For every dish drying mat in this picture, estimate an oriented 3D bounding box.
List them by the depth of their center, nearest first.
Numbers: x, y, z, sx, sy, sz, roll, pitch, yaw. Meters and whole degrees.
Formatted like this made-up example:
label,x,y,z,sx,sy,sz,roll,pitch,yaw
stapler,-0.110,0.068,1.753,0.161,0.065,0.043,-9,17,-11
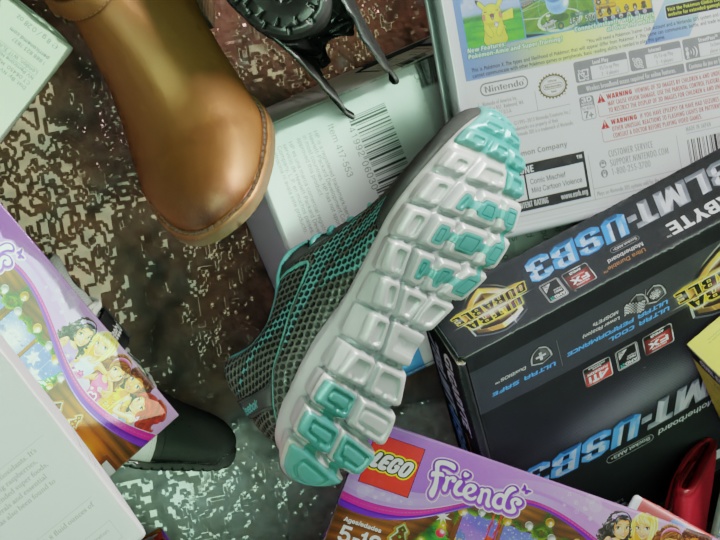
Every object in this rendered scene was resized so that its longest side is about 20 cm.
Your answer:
label,x,y,z,sx,sy,sz,roll,pitch,yaw
dish drying mat,0.162,0.193,1.490,0.018,0.077,0.201,11,110,15

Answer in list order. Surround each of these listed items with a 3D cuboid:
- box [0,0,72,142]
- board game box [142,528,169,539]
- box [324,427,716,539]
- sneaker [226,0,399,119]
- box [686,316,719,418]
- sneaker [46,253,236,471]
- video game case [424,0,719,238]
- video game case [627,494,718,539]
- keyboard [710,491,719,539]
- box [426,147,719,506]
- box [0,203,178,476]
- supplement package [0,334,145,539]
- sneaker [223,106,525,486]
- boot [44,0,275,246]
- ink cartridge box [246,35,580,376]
label,x,y,z,sx,sy,sz,roll,pitch,yaw
box,-0.231,-0.054,1.384,0.068,0.082,0.200,39,84,-17
board game box,-0.124,0.273,1.365,0.199,0.200,0.201,-33,95,-4
box,0.073,0.170,1.370,0.199,0.039,0.138,18,74,9
sneaker,-0.057,-0.163,1.351,0.060,0.104,0.200,-38,84,7
box,0.234,0.080,1.479,0.075,0.050,0.200,-40,142,-5
sneaker,-0.146,0.042,1.420,0.199,0.074,0.089,20,92,-16
video game case,0.127,-0.122,1.415,0.199,0.022,0.184,-13,97,-23
video game case,0.189,0.222,1.394,0.199,0.017,0.144,29,86,10
keyboard,0.180,0.204,1.506,0.011,0.056,0.201,10,73,14
box,0.141,0.048,1.455,0.199,0.050,0.199,-28,139,-10
box,-0.201,0.039,1.343,0.137,0.039,0.200,-42,107,-7
supplement package,-0.209,0.066,1.260,0.121,0.120,0.200,-37,107,-6
sneaker,0.000,0.000,1.360,0.201,0.091,0.077,-56,138,1
boot,-0.111,-0.121,1.334,0.076,0.201,0.155,-22,142,17
ink cartridge box,0.046,-0.043,1.455,0.199,0.086,0.147,-24,101,-13
